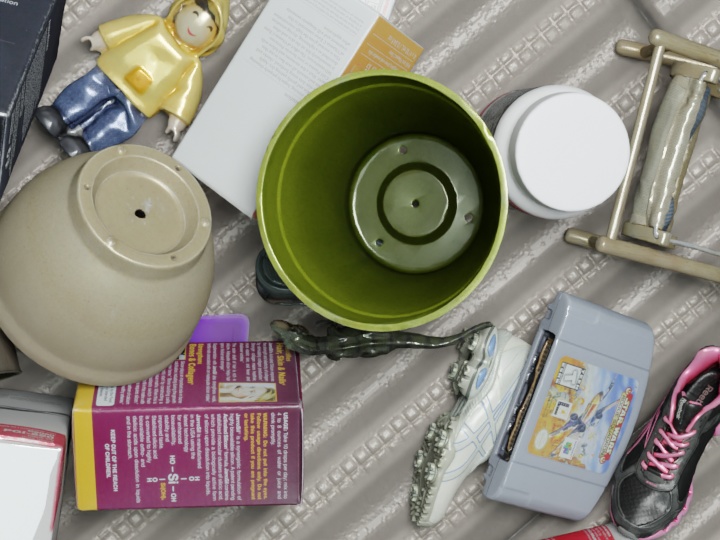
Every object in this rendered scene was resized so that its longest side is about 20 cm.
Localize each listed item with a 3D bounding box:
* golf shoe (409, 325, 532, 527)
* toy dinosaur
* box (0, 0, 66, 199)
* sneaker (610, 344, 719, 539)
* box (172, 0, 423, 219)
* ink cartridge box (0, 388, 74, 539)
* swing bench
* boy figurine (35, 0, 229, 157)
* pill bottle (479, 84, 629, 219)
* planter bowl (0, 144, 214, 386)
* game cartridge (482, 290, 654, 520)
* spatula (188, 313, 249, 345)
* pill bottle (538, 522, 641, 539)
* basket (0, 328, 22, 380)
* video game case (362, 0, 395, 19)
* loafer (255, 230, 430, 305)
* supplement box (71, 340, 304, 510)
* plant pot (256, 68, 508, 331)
[{"bbox_3d":[0.113,0.155,1.345,0.096,0.078,0.202,21,94,-13],"label":"golf shoe"},{"bbox_3d":[0.016,0.059,1.317,0.198,0.088,0.048,-4,96,-5],"label":"toy dinosaur"},{"bbox_3d":[-0.364,-0.182,1.198,0.195,0.118,0.201,15,50,-6],"label":"box"},{"bbox_3d":[0.289,0.152,1.323,0.079,0.096,0.201,27,73,23],"label":"sneaker"},{"bbox_3d":[-0.052,-0.147,1.251,0.097,0.124,0.201,36,98,19],"label":"box"},{"bbox_3d":[-0.300,0.194,1.247,0.084,0.200,0.147,8,95,-11],"label":"ink cartridge box"},{"bbox_3d":[0.316,-0.094,1.308,0.198,0.130,0.201,14,94,-6],"label":"swing bench"},{"bbox_3d":[-0.190,-0.175,1.291,0.199,0.064,0.125,-37,95,3],"label":"boy figurine"},{"bbox_3d":[0.163,-0.104,1.258,0.113,0.200,0.115,0,96,-4],"label":"pill bottle"},{"bbox_3d":[-0.206,-0.022,1.217,0.199,0.135,0.202,17,52,-23],"label":"planter bowl"},{"bbox_3d":[0.200,0.131,1.341,0.132,0.041,0.202,18,93,-29],"label":"game cartridge"},{"bbox_3d":[-0.203,0.063,1.332,0.198,0.021,0.057,4,106,-4],"label":"spatula"},{"bbox_3d":[0.170,0.310,1.343,0.198,0.112,0.113,-13,97,-3],"label":"pill bottle"},{"bbox_3d":[-0.380,0.004,1.250,0.135,0.180,0.202,-11,85,-8],"label":"basket"},{"bbox_3d":[-0.048,-0.319,1.311,0.198,0.017,0.144,19,94,-7],"label":"video game case"},{"bbox_3d":[0.000,0.000,1.334,0.198,0.063,0.073,-2,65,-8],"label":"loafer"},{"bbox_3d":[-0.151,0.136,1.282,0.198,0.131,0.104,0,112,-4],"label":"supplement box"},{"bbox_3d":[0.034,-0.058,1.203,0.198,0.193,0.203,0,92,11],"label":"plant pot"}]
